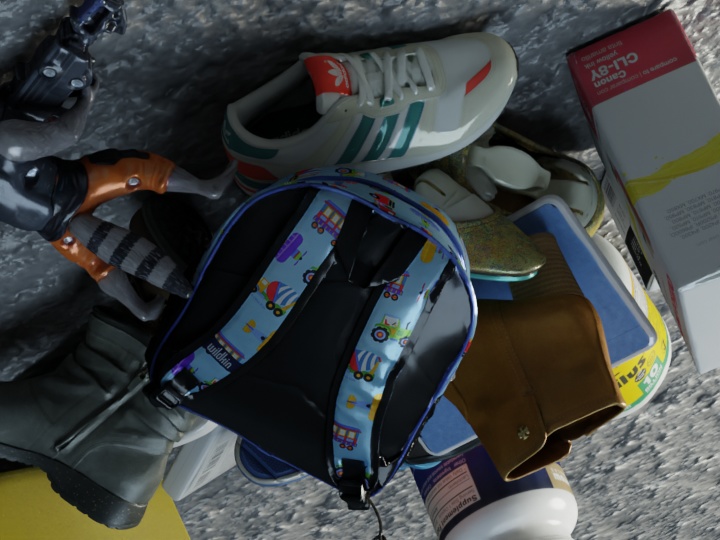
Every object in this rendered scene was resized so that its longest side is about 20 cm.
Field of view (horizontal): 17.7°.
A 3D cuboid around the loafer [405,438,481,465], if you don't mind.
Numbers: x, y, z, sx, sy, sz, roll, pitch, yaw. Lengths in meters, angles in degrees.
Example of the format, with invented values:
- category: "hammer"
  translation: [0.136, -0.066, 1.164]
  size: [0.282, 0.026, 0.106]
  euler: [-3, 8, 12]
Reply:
- category: "loafer"
  translation: [0.084, 0.070, 1.659]
  size: [0.072, 0.073, 0.200]
  euler: [35, 124, -26]

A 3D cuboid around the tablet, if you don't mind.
- category: "tablet"
  translation: [0.091, 0.040, 1.592]
  size: [0.200, 0.130, 0.014]
  euler: [-30, -166, 29]

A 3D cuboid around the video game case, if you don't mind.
- category: "video game case"
  translation: [-0.050, 0.075, 1.712]
  size: [0.182, 0.024, 0.200]
  euler: [-31, 161, -39]

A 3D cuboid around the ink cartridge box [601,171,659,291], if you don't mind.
- category: "ink cartridge box"
  translation: [0.288, -0.052, 1.720]
  size: [0.200, 0.095, 0.037]
  euler: [-13, 149, -16]

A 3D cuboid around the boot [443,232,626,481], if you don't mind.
- category: "boot"
  translation: [0.070, 0.076, 1.530]
  size: [0.201, 0.144, 0.071]
  euler: [-27, 153, 23]

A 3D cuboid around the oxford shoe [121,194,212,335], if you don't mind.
- category: "oxford shoe"
  translation: [-0.127, 0.015, 1.578]
  size: [0.084, 0.073, 0.200]
  euler: [-21, 151, 3]

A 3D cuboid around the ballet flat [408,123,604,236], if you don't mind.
- category: "ballet flat"
  translation: [0.116, -0.059, 1.586]
  size: [0.200, 0.071, 0.071]
  euler: [20, 131, -41]

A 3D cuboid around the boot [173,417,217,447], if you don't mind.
- category: "boot"
  translation: [-0.160, 0.100, 1.664]
  size: [0.200, 0.073, 0.090]
  euler: [-6, 169, 33]

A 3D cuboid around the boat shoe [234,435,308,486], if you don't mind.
- category: "boat shoe"
  translation: [-0.011, 0.097, 1.687]
  size: [0.200, 0.072, 0.072]
  euler: [-37, 166, -22]

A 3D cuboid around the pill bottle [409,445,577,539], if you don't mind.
- category: "pill bottle"
  translation: [0.108, 0.175, 1.871]
  size: [0.116, 0.200, 0.116]
  euler: [-17, 151, -10]

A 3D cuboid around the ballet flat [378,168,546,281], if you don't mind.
- category: "ballet flat"
  translation: [0.027, -0.039, 1.512]
  size: [0.200, 0.071, 0.071]
  euler: [11, 164, 28]

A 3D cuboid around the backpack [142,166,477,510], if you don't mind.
- category: "backpack"
  translation: [-0.017, 0.018, 1.429]
  size: [0.183, 0.135, 0.200]
  euler: [27, 124, -2]

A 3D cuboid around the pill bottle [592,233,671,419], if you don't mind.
- category: "pill bottle"
  translation: [0.162, 0.034, 1.762]
  size: [0.113, 0.113, 0.200]
  euler: [-27, 151, 9]

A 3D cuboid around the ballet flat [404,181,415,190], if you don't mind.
- category: "ballet flat"
  translation: [0.000, 0.000, 1.603]
  size: [0.200, 0.057, 0.066]
  euler: [-38, 158, -26]

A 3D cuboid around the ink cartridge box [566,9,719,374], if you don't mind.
- category: "ink cartridge box"
  translation: [0.222, -0.051, 1.569]
  size: [0.083, 0.200, 0.145]
  euler: [-23, 151, 3]

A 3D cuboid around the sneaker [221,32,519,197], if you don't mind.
- category: "sneaker"
  translation: [0.005, -0.107, 1.461]
  size: [0.200, 0.070, 0.093]
  euler: [-19, 157, 1]

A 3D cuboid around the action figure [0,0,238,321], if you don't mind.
- category: "action figure"
  translation: [-0.173, -0.066, 1.361]
  size: [0.193, 0.105, 0.200]
  euler: [23, 129, -15]

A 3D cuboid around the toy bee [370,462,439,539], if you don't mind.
- category: "toy bee"
  translation: [0.015, 0.120, 1.784]
  size: [0.109, 0.200, 0.131]
  euler: [34, 141, -17]

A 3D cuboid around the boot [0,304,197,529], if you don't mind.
- category: "boot"
  translation: [-0.202, 0.076, 1.585]
  size: [0.131, 0.200, 0.068]
  euler: [-61, 173, 14]

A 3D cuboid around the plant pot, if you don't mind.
- category: "plant pot"
  translation: [-0.227, 0.246, 1.757]
  size: [0.176, 0.200, 0.200]
  euler: [-22, 172, -32]
